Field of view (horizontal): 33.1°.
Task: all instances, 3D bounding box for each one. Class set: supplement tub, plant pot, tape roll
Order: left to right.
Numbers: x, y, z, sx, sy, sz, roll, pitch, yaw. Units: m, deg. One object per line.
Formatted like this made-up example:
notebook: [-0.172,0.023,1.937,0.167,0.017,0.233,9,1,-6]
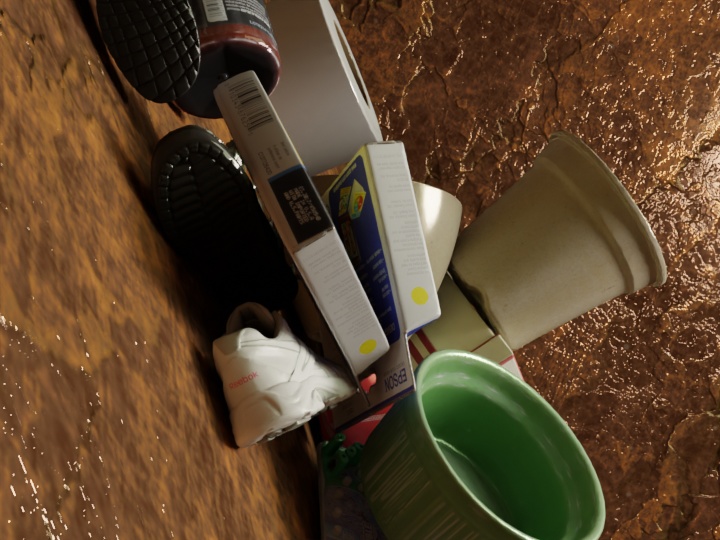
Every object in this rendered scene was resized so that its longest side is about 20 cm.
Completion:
supplement tub: [-0.141,-0.241,1.092,0.107,0.106,0.201,57,13,-57]
tape roll: [-0.072,-0.209,1.385,0.203,0.138,0.204,-22,90,-82]
plant pot: [0.193,-0.016,1.300,0.201,0.183,0.200,55,-3,5]

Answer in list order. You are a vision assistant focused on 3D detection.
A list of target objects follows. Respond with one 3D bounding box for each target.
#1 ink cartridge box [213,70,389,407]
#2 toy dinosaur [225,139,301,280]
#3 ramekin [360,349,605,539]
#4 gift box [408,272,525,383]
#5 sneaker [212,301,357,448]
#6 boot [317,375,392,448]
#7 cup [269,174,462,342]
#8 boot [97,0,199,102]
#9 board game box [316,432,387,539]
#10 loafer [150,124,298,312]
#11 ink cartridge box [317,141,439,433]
ink cartridge box: [-0.039,-0.024,0.949,0.198,0.047,0.200,60,-2,41]
toy dinosaur: [-0.091,-0.027,1.107,0.088,0.047,0.201,43,31,-67]
ramekin: [0.095,0.173,1.000,0.199,0.098,0.201,30,30,-20]
gift box: [0.075,0.145,1.311,0.187,0.200,0.185,53,-1,43]
sneaker: [-0.060,0.068,0.919,0.200,0.078,0.100,12,53,-83]
boot: [0.047,0.118,1.150,0.145,0.199,0.072,70,-27,20]
cup: [0.000,0.000,1.230,0.200,0.199,0.144,47,45,-71]
boot: [-0.173,-0.234,0.937,0.132,0.069,0.201,-97,166,-76]
board game box: [0.058,0.240,0.999,0.199,0.026,0.201,26,31,-22]
loafer: [-0.111,-0.041,0.922,0.072,0.073,0.200,61,-4,40]
ink cartridge box: [0.008,0.020,1.025,0.198,0.047,0.201,139,-59,-65]
